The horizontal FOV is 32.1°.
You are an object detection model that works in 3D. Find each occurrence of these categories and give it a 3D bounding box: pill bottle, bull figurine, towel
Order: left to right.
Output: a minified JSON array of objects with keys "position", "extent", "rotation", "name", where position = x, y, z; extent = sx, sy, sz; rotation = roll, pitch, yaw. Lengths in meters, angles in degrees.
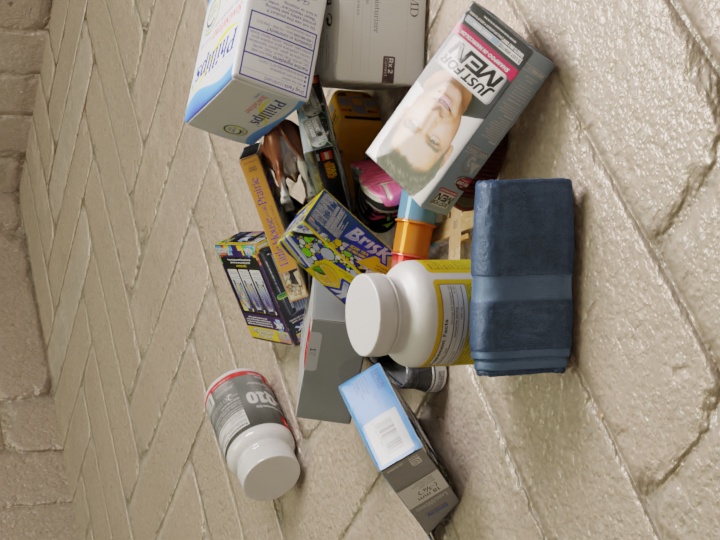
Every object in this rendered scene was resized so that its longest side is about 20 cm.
[{"position":[-0.170,0.261,1.991],"extent":[0.201,0.112,0.115],"rotation":[58,140,47],"name":"pill bottle"},{"position":[-0.094,-0.147,1.668],"extent":[0.200,0.064,0.123],"rotation":[16,-123,-87],"name":"bull figurine"},{"position":[0.089,0.045,1.338],"extent":[0.112,0.197,0.115],"rotation":[180,90,-64],"name":"pill bottle"},{"position":[0.164,0.006,1.280],"extent":[0.048,0.110,0.204],"rotation":[-163,74,-73],"name":"towel"}]

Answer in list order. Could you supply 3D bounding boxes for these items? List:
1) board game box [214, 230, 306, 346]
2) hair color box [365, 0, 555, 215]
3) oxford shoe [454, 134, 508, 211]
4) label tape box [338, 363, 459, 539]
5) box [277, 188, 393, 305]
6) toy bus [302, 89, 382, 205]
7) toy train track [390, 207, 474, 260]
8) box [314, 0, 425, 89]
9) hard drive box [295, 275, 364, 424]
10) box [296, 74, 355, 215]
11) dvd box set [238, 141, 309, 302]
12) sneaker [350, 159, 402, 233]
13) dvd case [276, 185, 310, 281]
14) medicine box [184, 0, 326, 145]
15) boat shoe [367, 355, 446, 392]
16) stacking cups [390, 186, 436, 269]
[{"position":[-0.143,0.025,1.921],"extent":[0.199,0.056,0.168],"rotation":[4,119,66],"name":"board game box"},{"position":[0.105,-0.172,1.339],"extent":[0.099,0.060,0.201],"rotation":[45,108,29],"name":"hair color box"},{"position":[0.124,-0.167,1.419],"extent":[0.075,0.069,0.204],"rotation":[-178,98,-67],"name":"oxford shoe"},{"position":[0.059,0.229,1.535],"extent":[0.201,0.063,0.145],"rotation":[58,-177,-46],"name":"label tape box"},{"position":[0.000,0.000,1.515],"extent":[0.070,0.200,0.065],"rotation":[-36,16,49],"name":"box"},{"position":[-0.034,-0.150,1.745],"extent":[0.201,0.064,0.079],"rotation":[116,145,-43],"name":"toy bus"},{"position":[0.101,-0.041,1.488],"extent":[0.199,0.032,0.117],"rotation":[-21,60,56],"name":"toy train track"},{"position":[-0.014,-0.340,1.623],"extent":[0.199,0.129,0.203],"rotation":[13,102,63],"name":"box"},{"position":[-0.036,0.077,1.661],"extent":[0.201,0.075,0.158],"rotation":[-91,11,-59],"name":"hard drive box"},{"position":[-0.041,-0.124,1.575],"extent":[0.202,0.039,0.138],"rotation":[74,-177,-47],"name":"box"},{"position":[-0.116,-0.069,1.700],"extent":[0.146,0.029,0.203],"rotation":[-101,-8,-77],"name":"dvd box set"},{"position":[0.032,-0.088,1.588],"extent":[0.200,0.072,0.089],"rotation":[-131,31,-73],"name":"sneaker"},{"position":[-0.080,-0.018,1.810],"extent":[0.149,0.016,0.203],"rotation":[38,148,60],"name":"dvd case"},{"position":[-0.127,-0.284,1.546],"extent":[0.182,0.101,0.203],"rotation":[-25,52,61],"name":"medicine box"},{"position":[0.038,0.096,1.599],"extent":[0.200,0.067,0.073],"rotation":[-131,46,-54],"name":"boat shoe"},{"position":[0.067,-0.076,1.475],"extent":[0.060,0.060,0.204],"rotation":[15,94,63],"name":"stacking cups"}]
